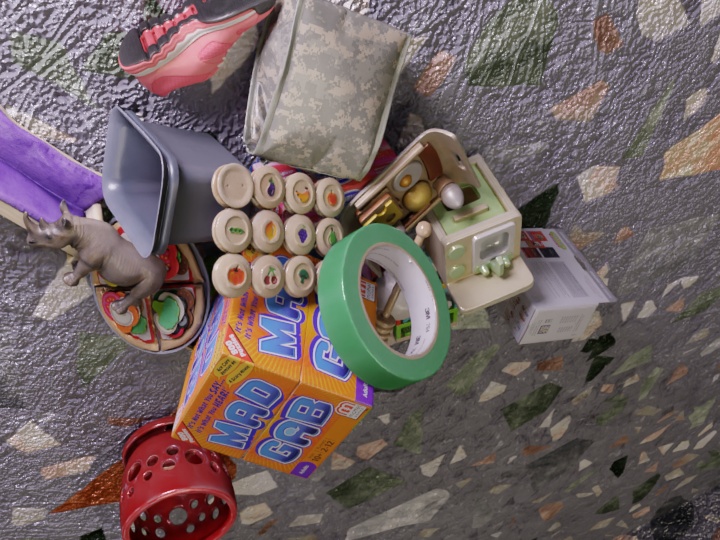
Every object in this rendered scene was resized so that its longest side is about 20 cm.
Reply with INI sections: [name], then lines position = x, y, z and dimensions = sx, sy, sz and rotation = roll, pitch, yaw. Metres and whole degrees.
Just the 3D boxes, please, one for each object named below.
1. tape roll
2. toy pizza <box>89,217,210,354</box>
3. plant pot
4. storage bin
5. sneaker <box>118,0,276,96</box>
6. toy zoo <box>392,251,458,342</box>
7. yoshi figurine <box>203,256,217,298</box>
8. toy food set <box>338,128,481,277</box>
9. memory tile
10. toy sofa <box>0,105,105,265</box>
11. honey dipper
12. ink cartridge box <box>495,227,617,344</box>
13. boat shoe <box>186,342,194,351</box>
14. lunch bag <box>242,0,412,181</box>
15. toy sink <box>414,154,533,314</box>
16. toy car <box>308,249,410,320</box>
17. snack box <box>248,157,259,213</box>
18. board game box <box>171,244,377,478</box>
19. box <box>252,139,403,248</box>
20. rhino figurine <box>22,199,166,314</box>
[tape roll]
position = 0.034, 0.044, 0.914
dimensions = 0.198, 0.205, 0.048
rotation = 23, 144, -39
[toy pizza]
position = -0.295, 0.021, 0.996
dimensions = 0.201, 0.200, 0.032
rotation = -50, 174, 23
[plant pot]
position = -0.330, 0.374, 1.291
dimensions = 0.196, 0.184, 0.203
rotation = -13, 136, -13
[storage bin]
position = -0.223, -0.100, 0.895
dimensions = 0.132, 0.200, 0.148
rotation = -1, 118, -36
[sneaker]
position = -0.183, -0.274, 0.857
dimensions = 0.197, 0.075, 0.087
rotation = -26, 150, 4
[toy zoo]
position = 0.120, 0.041, 1.318
dimensions = 0.128, 0.021, 0.203
rotation = -16, 135, -12
[yoshi figurine]
position = -0.169, 0.048, 1.129
dimensions = 0.111, 0.113, 0.201
rotation = -37, 134, 1
[toy food set]
position = 0.071, -0.086, 1.002
dimensions = 0.200, 0.061, 0.143
rotation = -43, 148, 3
[memory tile]
position = -0.092, -0.044, 0.874
dimensions = 0.197, 0.017, 0.157
rotation = 2, 88, -44
[toy sofa]
position = -0.401, -0.103, 0.887
dimensions = 0.097, 0.084, 0.199
rotation = -38, 136, 13
[honey dipper]
position = 0.056, 0.021, 1.029
dimensions = 0.037, 0.038, 0.203
rotation = 9, 117, -32
[ink cartridge box]
position = 0.314, 0.021, 1.261
dimensions = 0.172, 0.202, 0.085
rotation = -2, 133, -22
[boat shoe]
position = -0.246, 0.111, 1.170
dimensions = 0.074, 0.070, 0.199
rotation = -42, 134, 16
[lunch bag]
position = -0.049, -0.220, 0.898
dimensions = 0.161, 0.117, 0.204
rotation = 9, 106, -31
[toy sink]
position = 0.169, -0.059, 1.111
dimensions = 0.128, 0.202, 0.113
rotation = -20, 144, -5
[toy car]
position = 0.000, 0.000, 1.144
dimensions = 0.195, 0.175, 0.154
rotation = -8, 99, -18
[snack box]
position = -0.102, -0.162, 1.019
dimensions = 0.071, 0.025, 0.201
rotation = 18, 121, -39
[board game box]
position = -0.109, 0.116, 0.964
dimensions = 0.196, 0.203, 0.201
rotation = 22, 133, -17
[box]
position = -0.043, -0.111, 1.011
dimensions = 0.197, 0.100, 0.097
rotation = -21, 145, -23
[rhino figurine]
position = -0.327, -0.020, 0.898
dimensions = 0.087, 0.060, 0.199
rotation = -39, 131, 15
